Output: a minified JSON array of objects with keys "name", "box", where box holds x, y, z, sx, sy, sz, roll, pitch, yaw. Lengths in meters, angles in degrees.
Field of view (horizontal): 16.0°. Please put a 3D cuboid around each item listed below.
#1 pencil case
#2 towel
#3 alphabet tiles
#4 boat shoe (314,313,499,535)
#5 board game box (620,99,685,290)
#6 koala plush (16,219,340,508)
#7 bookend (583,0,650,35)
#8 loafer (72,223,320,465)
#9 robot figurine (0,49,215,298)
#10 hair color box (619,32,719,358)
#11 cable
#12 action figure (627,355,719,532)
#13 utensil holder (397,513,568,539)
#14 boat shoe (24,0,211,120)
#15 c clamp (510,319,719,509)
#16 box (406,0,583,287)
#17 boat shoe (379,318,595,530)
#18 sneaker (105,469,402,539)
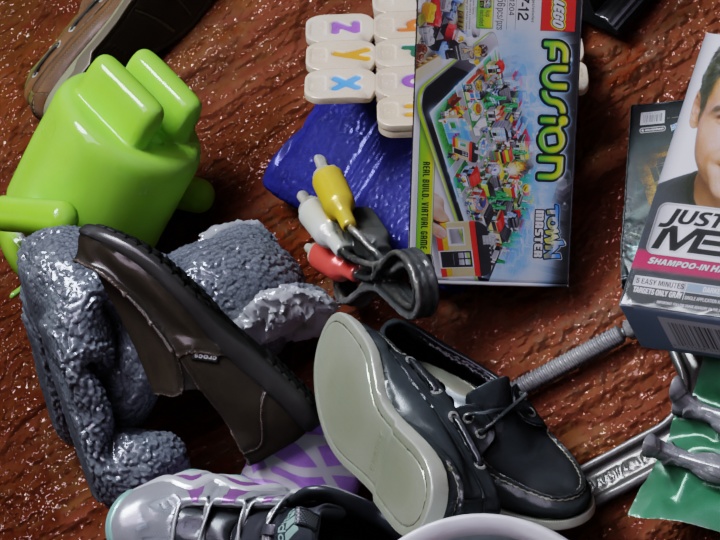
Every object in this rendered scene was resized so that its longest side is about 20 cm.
[{"name":"pencil case","box":[-0.060,0.186,1.685,0.084,0.086,0.201,27,75,2]},{"name":"towel","box":[0.038,-0.079,1.812,0.200,0.049,0.148,30,87,40]},{"name":"alphabet tiles","box":[0.058,-0.148,1.790,0.194,0.015,0.201,-3,33,1]},{"name":"boat shoe","box":[0.030,0.094,1.569,0.199,0.066,0.075,50,127,56]},{"name":"board game box","box":[0.267,-0.053,1.649,0.199,0.028,0.136,-4,60,22]},{"name":"koala plush","box":[-0.123,0.033,1.769,0.199,0.185,0.177,-19,25,-13]},{"name":"bookend","box":[0.107,-0.290,1.789,0.092,0.200,0.198,-47,47,-14]},{"name":"loafer","box":[-0.116,0.049,1.648,0.200,0.073,0.071,42,92,4]},{"name":"robot figurine","box":[-0.191,-0.061,1.862,0.116,0.175,0.201,43,121,20]},{"name":"hair color box","box":[0.240,-0.046,1.601,0.098,0.061,0.201,8,64,27]},{"name":"cable","box":[0.000,0.000,1.710,0.050,0.098,0.200,-3,24,-15]},{"name":"action figure","box":[0.269,0.122,1.533,0.199,0.055,0.119,18,73,27]},{"name":"utensil holder","box":[0.086,0.228,1.455,0.169,0.200,0.171,-2,81,12]},{"name":"boat shoe","box":[-0.189,-0.196,2.003,0.200,0.072,0.068,-47,50,-2]},{"name":"c clamp","box":[0.133,0.081,1.663,0.199,0.027,0.172,-24,52,17]},{"name":"box","box":[0.087,-0.091,1.686,0.109,0.202,0.035,1,14,0]},{"name":"boat shoe","box":[0.075,0.091,1.627,0.074,0.067,0.199,-17,37,-30]},{"name":"sneaker","box":[-0.056,0.158,1.574,0.198,0.140,0.078,4,80,-6]}]
